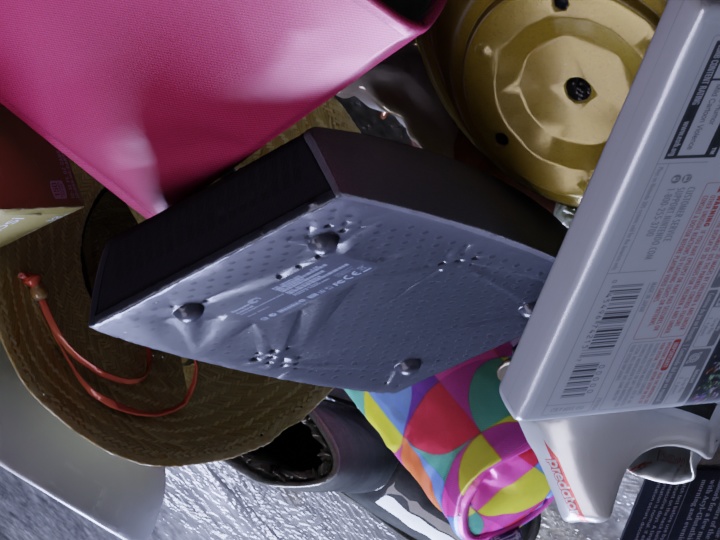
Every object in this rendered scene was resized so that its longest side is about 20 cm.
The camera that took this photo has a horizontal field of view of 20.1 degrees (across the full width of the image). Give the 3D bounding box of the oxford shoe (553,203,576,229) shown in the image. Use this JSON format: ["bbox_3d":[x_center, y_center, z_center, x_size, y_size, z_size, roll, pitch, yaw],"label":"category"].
[{"bbox_3d":[0.175,-0.050,0.868,0.199,0.058,0.075,-18,110,32],"label":"oxford shoe"}]

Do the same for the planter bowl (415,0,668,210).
[{"bbox_3d":[0.095,-0.086,0.787,0.200,0.084,0.201,13,126,18],"label":"planter bowl"}]

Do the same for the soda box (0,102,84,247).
[{"bbox_3d":[-0.183,-0.105,0.811,0.068,0.064,0.201,-23,84,25],"label":"soda box"}]

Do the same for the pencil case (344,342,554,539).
[{"bbox_3d":[0.033,0.045,1.003,0.200,0.088,0.089,51,162,32],"label":"pencil case"}]

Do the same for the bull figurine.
[{"bbox_3d":[0.062,-0.027,0.938,0.065,0.122,0.200,-29,127,30],"label":"bull figurine"}]

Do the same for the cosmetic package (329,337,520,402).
[{"bbox_3d":[0.010,0.035,1.115,0.199,0.051,0.083,16,151,19],"label":"cosmetic package"}]

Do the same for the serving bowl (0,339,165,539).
[{"bbox_3d":[-0.169,0.051,0.952,0.200,0.066,0.200,31,171,6],"label":"serving bowl"}]

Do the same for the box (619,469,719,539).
[{"bbox_3d":[0.253,0.192,1.101,0.199,0.107,0.149,-5,136,42],"label":"box"}]

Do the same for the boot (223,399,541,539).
[{"bbox_3d":[0.006,0.109,1.138,0.181,0.073,0.200,19,170,14],"label":"boot"}]

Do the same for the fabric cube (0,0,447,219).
[{"bbox_3d":[-0.066,-0.172,0.733,0.196,0.200,0.199,37,147,-17],"label":"fabric cube"}]

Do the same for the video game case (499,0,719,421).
[{"bbox_3d":[0.162,-0.025,0.776,0.181,0.023,0.200,-3,133,-27],"label":"video game case"}]

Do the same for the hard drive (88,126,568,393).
[{"bbox_3d":[0.000,0.000,0.801,0.135,0.042,0.200,-26,156,29],"label":"hard drive"}]

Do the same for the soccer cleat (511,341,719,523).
[{"bbox_3d":[0.142,0.046,0.899,0.068,0.200,0.086,-6,101,45],"label":"soccer cleat"}]

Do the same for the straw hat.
[{"bbox_3d":[-0.092,-0.007,0.918,0.201,0.201,0.085,37,156,-15],"label":"straw hat"}]
